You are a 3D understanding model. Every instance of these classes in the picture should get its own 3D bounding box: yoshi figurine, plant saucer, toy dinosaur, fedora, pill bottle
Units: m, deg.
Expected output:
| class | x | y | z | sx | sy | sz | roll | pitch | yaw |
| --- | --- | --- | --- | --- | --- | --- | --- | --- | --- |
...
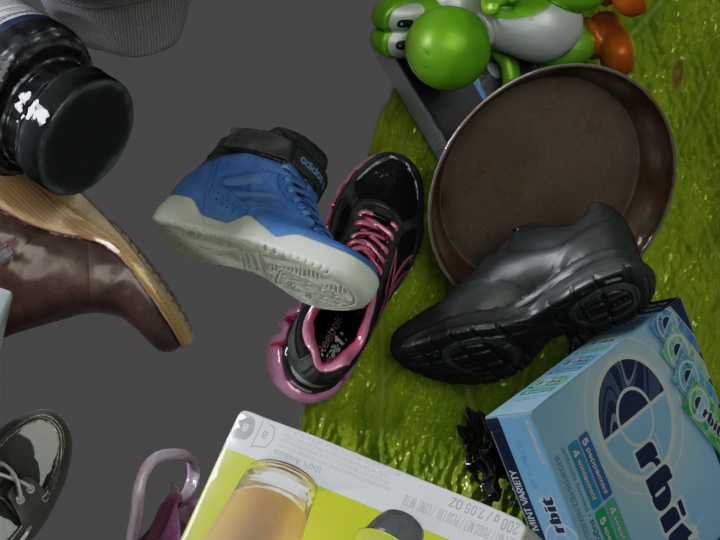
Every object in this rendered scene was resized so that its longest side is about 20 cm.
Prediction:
| class | x | y | z | sx | sy | sz | roll | pitch | yaw |
| --- | --- | --- | --- | --- | --- | --- | --- | --- | --- |
| yoshi figurine | 0.110 | -0.169 | 1.229 | 0.200 | 0.112 | 0.113 | -6 | 87 | -11 |
| plant saucer | 0.137 | -0.062 | 1.246 | 0.200 | 0.034 | 0.200 | -10 | 119 | -18 |
| toy dinosaur | 0.158 | 0.135 | 1.233 | 0.136 | 0.102 | 0.200 | 8 | 56 | -27 |
| fedora | -0.173 | -0.214 | 1.194 | 0.177 | 0.090 | 0.200 | -27 | 47 | -21 |
| pill bottle | -0.253 | -0.132 | 1.137 | 0.200 | 0.112 | 0.112 | 32 | 73 | 26 |

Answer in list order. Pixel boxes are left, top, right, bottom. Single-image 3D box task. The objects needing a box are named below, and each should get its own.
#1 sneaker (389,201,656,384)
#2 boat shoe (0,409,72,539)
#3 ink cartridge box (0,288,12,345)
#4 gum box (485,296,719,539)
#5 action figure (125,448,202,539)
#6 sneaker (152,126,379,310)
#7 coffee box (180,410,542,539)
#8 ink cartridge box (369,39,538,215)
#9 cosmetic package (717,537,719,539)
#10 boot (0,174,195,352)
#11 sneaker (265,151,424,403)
| class | x | y | z | sx | sy | sz | roll | pitch | yaw |
| --- | --- | --- | --- | --- | --- | --- | --- | --- | --- |
| sneaker | 0.113 | 0.017 | 1.217 | 0.200 | 0.076 | 0.091 | -22 | 50 | 15 |
| boat shoe | -0.262 | 0.179 | 1.147 | 0.067 | 0.057 | 0.200 | 37 | 75 | -4 |
| ink cartridge box | -0.345 | 0.074 | 1.078 | 0.200 | 0.145 | 0.145 | 19 | 42 | -9 |
| gum box | 0.189 | 0.135 | 1.188 | 0.200 | 0.045 | 0.170 | -30 | 102 | -44 |
| action figure | -0.156 | 0.235 | 1.137 | 0.149 | 0.134 | 0.200 | 43 | 100 | 31 |
| sneaker | -0.047 | -0.046 | 1.182 | 0.111 | 0.200 | 0.077 | -55 | 134 | -19 |
| coffee box | 0.002 | 0.234 | 1.049 | 0.200 | 0.200 | 0.198 | 19 | 76 | 25 |
| ink cartridge box | 0.099 | -0.117 | 1.289 | 0.099 | 0.039 | 0.200 | -30 | 88 | -16 |
| cosmetic package | 0.364 | 0.223 | 1.218 | 0.166 | 0.167 | 0.200 | 41 | 74 | -4 |
| boot | -0.235 | 0.022 | 1.189 | 0.166 | 0.072 | 0.200 | -43 | 92 | -4 |
| sneaker | 0.000 | 0.000 | 1.218 | 0.079 | 0.095 | 0.200 | 23 | 75 | -6 |
